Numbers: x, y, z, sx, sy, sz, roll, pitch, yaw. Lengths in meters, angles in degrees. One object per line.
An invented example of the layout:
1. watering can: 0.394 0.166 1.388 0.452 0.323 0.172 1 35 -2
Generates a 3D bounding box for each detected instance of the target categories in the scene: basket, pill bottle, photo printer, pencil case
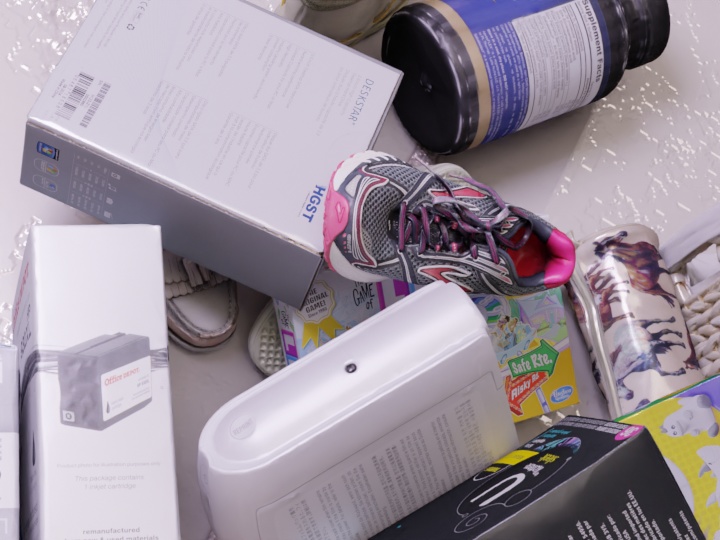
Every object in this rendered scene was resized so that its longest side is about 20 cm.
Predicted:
1. basket: 0.328 0.022 1.206 0.198 0.136 0.125 -4 72 -19
2. pill bottle: 0.124 -0.165 1.228 0.199 0.112 0.113 -22 77 -24
3. photo printer: -0.002 0.116 1.038 0.199 0.167 0.070 -30 47 -10
4. pencil case: 0.195 0.067 1.176 0.089 0.078 0.202 1 67 -44

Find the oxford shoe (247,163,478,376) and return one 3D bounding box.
1. oxford shoe: 0.000 0.000 1.159 0.200 0.058 0.075 -44 116 -14

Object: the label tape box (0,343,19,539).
1. label tape box: -0.232 0.159 0.970 0.065 0.143 0.202 0 69 -17

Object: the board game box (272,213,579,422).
1. board game box: 0.046 0.049 1.132 0.198 0.034 0.136 -15 100 -22

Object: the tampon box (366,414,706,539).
1. tampon box: 0.090 0.190 0.973 0.199 0.150 0.127 -30 94 -11

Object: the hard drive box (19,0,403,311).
1. hard drive box: -0.093 -0.091 1.067 0.198 0.077 0.157 25 58 0

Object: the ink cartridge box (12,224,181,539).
1. ink cartridge box: -0.165 0.090 1.017 0.083 0.145 0.202 0 69 -16

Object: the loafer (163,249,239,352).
1. loafer: -0.134 -0.044 1.126 0.071 0.063 0.202 -17 75 -23

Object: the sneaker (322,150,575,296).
1. sneaker: 0.054 -0.027 1.038 0.199 0.074 0.082 7 91 -46

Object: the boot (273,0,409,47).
1. boot: 0.007 -0.227 1.191 0.072 0.155 0.200 40 63 1

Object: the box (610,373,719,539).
1. box: 0.175 0.159 1.099 0.199 0.048 0.118 -27 76 15
